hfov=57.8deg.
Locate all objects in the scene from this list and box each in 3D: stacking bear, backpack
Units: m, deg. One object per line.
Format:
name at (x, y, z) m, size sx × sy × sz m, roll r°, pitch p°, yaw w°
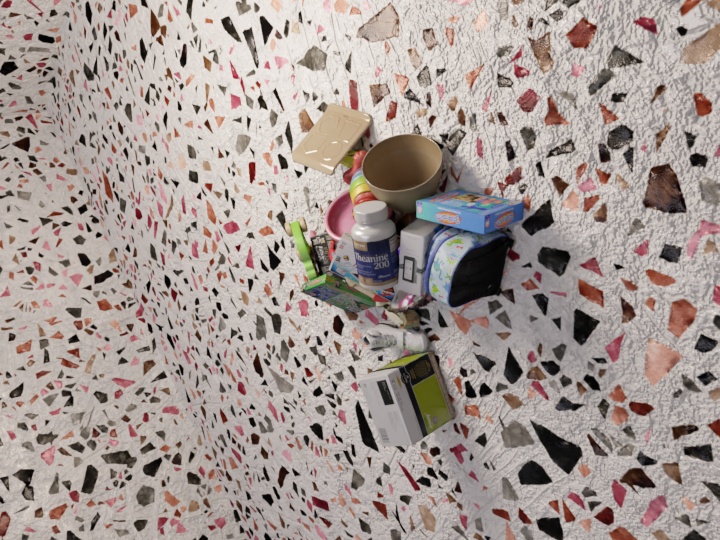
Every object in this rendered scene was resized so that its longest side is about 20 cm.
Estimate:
stacking bear at (0.020, -0.194, 1.715) m, size 0.122 × 0.113 × 0.201 m, roll 127°, pitch 152°, yaw -45°
backpack at (0.237, -0.014, 1.538) m, size 0.147 × 0.199 × 0.184 m, roll 32°, pitch 128°, yaw 37°

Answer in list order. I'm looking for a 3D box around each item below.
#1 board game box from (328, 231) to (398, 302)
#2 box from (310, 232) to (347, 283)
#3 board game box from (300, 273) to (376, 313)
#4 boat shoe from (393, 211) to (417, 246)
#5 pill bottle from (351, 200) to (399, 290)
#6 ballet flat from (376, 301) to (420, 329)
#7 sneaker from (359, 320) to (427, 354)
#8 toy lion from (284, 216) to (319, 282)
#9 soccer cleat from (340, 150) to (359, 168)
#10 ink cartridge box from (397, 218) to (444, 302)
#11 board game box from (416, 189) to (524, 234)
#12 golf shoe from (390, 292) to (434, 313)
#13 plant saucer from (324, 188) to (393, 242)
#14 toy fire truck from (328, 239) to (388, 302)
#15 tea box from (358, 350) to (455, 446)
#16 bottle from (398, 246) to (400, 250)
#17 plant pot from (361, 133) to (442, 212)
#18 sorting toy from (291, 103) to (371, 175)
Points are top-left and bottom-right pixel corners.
board game box at (0.024, -0.008, 1.737) m, size 0.199 × 0.035 × 0.127 m, roll 27°, pitch 133°, yaw 2°
box at (-0.043, -0.043, 1.943) m, size 0.199 × 0.086 × 0.165 m, roll -9°, pitch 98°, yaw 50°
board game box at (-0.059, 0.072, 1.939) m, size 0.134 × 0.199 × 0.029 m, roll -23°, pitch 50°, yaw 50°
boat shoe at (0.107, -0.106, 1.757) m, size 0.072 × 0.067 × 0.200 m, roll 56°, pitch 139°, yaw 17°
pill bottle at (0.037, -0.063, 1.606) m, size 0.110 × 0.111 × 0.202 m, roll 18°, pitch 126°, yaw 44°
ballet flat at (0.086, 0.095, 1.865) m, size 0.200 × 0.065 × 0.071 m, roll 40°, pitch 135°, yaw 33°
sneaker at (0.091, 0.202, 1.863) m, size 0.199 × 0.114 × 0.076 m, roll 13°, pitch 115°, yaw 46°
toy lion at (-0.162, -0.034, 2.010) m, size 0.201 × 0.068 × 0.193 m, roll 70°, pitch -179°, yaw -51°
soccer cleat at (-0.043, -0.313, 1.834) m, size 0.200 × 0.083 × 0.065 m, roll 34°, pitch 129°, yaw 36°
ink cartridge box at (0.149, -0.018, 1.619) m, size 0.067 × 0.116 × 0.202 m, roll 17°, pitch 122°, yaw 27°
board game box at (0.252, -0.139, 1.509) m, size 0.199 × 0.151 × 0.045 m, roll 20°, pitch 120°, yaw 44°
golf shoe at (0.157, 0.053, 1.759) m, size 0.199 × 0.072 × 0.093 m, roll -28°, pitch 77°, yaw 37°
plant saucer at (0.000, -0.146, 1.797) m, size 0.200 × 0.201 × 0.051 m, roll 31°, pitch 161°, yaw 38°
toy fire truck at (0.000, 0.000, 1.820) m, size 0.198 × 0.049 × 0.142 m, roll 14°, pitch 103°, yaw 10°
tea box at (0.131, 0.354, 1.813) m, size 0.133 × 0.196 × 0.202 m, roll -21°, pitch 88°, yaw 50°
bottle at (0.137, -0.047, 1.734) m, size 0.065 × 0.083 × 0.200 m, roll 52°, pitch 137°, yaw 21°
plant pot at (0.113, -0.223, 1.631) m, size 0.200 × 0.200 × 0.135 m, roll 35°, pitch 158°, yaw 35°
sorting toy at (-0.080, -0.364, 1.820) m, size 0.184 × 0.201 × 0.036 m, roll 27°, pitch 169°, yaw 40°
